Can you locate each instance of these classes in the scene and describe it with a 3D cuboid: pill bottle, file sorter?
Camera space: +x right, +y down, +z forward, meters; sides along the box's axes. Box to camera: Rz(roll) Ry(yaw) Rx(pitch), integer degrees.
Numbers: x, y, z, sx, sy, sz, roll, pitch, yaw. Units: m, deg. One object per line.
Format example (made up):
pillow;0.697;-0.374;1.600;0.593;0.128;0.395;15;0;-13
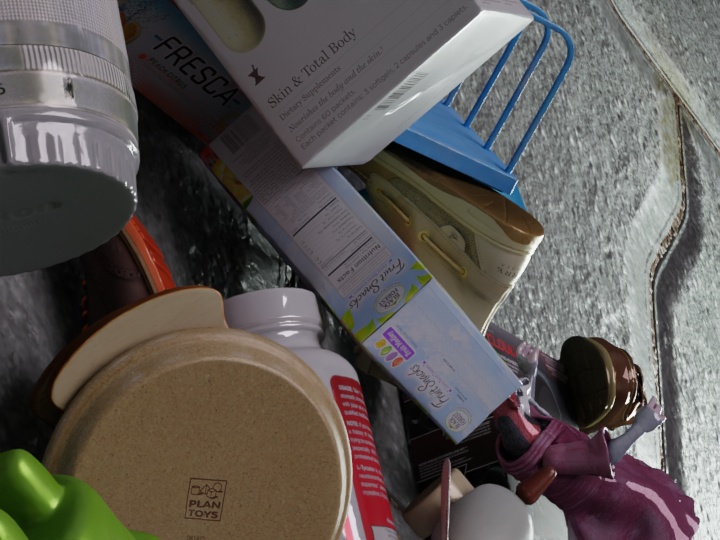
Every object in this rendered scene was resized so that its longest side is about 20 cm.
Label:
pill bottle;-0.045;0.119;1.567;0.112;0.112;0.201;19;53;-59
file sorter;0.047;-0.166;1.837;0.138;0.123;0.200;23;15;-25

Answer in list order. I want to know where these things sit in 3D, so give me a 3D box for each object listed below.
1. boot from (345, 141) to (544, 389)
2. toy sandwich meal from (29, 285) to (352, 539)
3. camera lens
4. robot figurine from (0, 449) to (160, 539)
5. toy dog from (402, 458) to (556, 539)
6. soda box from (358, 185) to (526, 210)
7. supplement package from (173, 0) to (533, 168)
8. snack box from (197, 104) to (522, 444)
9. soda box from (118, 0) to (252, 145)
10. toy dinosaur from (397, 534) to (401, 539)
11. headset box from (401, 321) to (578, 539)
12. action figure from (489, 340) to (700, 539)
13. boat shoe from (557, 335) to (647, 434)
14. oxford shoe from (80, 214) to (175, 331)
boot;0.027;-0.006;1.827;0.200;0.156;0.073;34;19;35
toy sandwich meal;-0.100;0.113;1.433;0.206;0.205;0.070;56;-12;-23
camera lens;-0.205;-0.115;1.375;0.160;0.159;0.201;23;50;-57
robot figurine;-0.147;0.185;1.297;0.200;0.115;0.176;54;29;-28
toy dog;0.085;0.169;1.616;0.132;0.096;0.200;42;10;-19
soda box;0.063;-0.036;1.975;0.200;0.064;0.068;-4;73;-65
supplement package;-0.022;-0.189;1.614;0.200;0.152;0.151;52;14;7
snack box;0.000;0.000;1.682;0.200;0.068;0.169;47;-1;36
soda box;-0.119;-0.151;1.686;0.200;0.068;0.064;38;29;-49
toy dinosaur;0.039;0.214;1.708;0.101;0.058;0.200;42;9;-45
headset box;0.102;0.133;1.901;0.149;0.077;0.201;30;45;-53
action figure;0.144;0.144;1.814;0.199;0.134;0.150;34;83;-30
boat shoe;0.190;0.089;2.010;0.200;0.067;0.073;123;-38;-78
oxford shoe;-0.142;0.016;1.508;0.201;0.072;0.071;55;1;22
